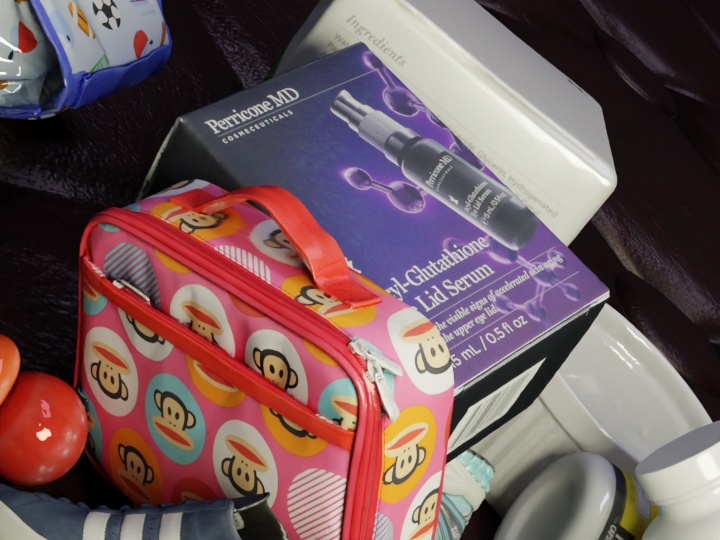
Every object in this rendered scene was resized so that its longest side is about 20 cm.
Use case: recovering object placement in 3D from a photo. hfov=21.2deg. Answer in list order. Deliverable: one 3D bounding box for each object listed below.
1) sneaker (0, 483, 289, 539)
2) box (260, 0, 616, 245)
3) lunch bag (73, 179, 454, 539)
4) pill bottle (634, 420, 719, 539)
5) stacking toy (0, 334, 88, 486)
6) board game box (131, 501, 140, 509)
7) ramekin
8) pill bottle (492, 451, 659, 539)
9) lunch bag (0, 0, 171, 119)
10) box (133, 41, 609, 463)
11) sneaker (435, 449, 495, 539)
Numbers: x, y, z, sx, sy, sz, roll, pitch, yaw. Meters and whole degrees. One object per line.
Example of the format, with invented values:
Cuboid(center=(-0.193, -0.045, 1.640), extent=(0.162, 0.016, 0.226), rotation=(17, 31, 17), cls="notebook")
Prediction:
Cuboid(center=(-0.082, 0.125, 0.831), extent=(0.199, 0.085, 0.075), rotation=(22, -28, 30), cls="sneaker")
Cuboid(center=(0.031, -0.075, 1.184), extent=(0.199, 0.172, 0.199), rotation=(39, 16, -7), cls="box")
Cuboid(center=(-0.047, 0.047, 0.890), extent=(0.199, 0.178, 0.082), rotation=(29, 34, 34), cls="lunch bag")
Cuboid(center=(0.230, 0.189, 1.094), extent=(0.201, 0.110, 0.111), rotation=(64, 22, -3), cls="pill bottle")
Cuboid(center=(-0.207, 0.029, 0.890), extent=(0.200, 0.085, 0.086), rotation=(40, 22, -24), cls="stacking toy")
Cuboid(center=(-0.047, 0.152, 0.919), extent=(0.133, 0.029, 0.201), rotation=(3, 32, -5), cls="board game box")
Cuboid(center=(0.149, 0.110, 1.320), extent=(0.200, 0.105, 0.201), rotation=(37, 24, -19), cls="ramekin")
Cuboid(center=(0.182, 0.210, 1.192), extent=(0.199, 0.112, 0.112), rotation=(37, 23, -16), cls="pill bottle")
Cuboid(center=(-0.221, -0.170, 1.149), extent=(0.199, 0.124, 0.170), rotation=(37, 21, 3), cls="lunch bag")
Cuboid(center=(0.000, 0.000, 0.984), extent=(0.200, 0.105, 0.148), rotation=(46, 44, 15), cls="box")
Cuboid(center=(-0.002, 0.116, 1.058), extent=(0.077, 0.087, 0.199), rotation=(13, -12, 47), cls="sneaker")
